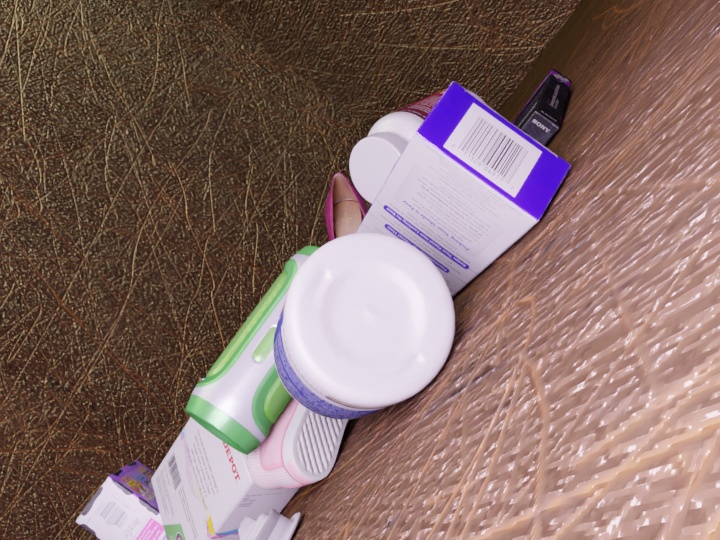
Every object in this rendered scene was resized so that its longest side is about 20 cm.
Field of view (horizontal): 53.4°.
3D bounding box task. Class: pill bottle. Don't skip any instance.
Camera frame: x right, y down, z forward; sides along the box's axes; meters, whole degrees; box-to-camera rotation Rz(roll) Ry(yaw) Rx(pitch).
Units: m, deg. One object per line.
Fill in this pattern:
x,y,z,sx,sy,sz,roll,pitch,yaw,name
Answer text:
-0.009,0.056,0.569,0.120,0.119,0.200,-55,0,-19,pill bottle
0.078,-0.154,0.901,0.200,0.113,0.113,-34,-15,-45,pill bottle

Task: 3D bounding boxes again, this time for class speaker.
-0.081,0.074,0.700,0.201,0.088,0.088,-55,0,-21,speaker

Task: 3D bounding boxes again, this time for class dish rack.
-0.136,0.306,0.640,0.200,0.043,0.172,-57,0,40,dish rack

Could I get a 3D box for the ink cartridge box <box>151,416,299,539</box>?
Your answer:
-0.163,0.250,0.864,0.084,0.145,0.200,10,-54,-40,ink cartridge box

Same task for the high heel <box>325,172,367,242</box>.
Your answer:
-0.009,-0.025,0.817,0.067,0.097,0.201,-18,39,-3,high heel

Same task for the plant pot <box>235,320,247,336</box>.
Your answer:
-0.122,0.194,1.028,0.187,0.185,0.201,-55,12,40,plant pot

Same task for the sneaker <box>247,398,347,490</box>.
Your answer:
-0.053,0.143,0.745,0.104,0.075,0.201,-33,18,39,sneaker

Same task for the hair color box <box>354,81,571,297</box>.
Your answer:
0.073,-0.052,0.595,0.065,0.109,0.200,-54,0,-26,hair color box

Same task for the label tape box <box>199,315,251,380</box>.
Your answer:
-0.095,0.081,0.890,0.198,0.064,0.144,-10,-4,-3,label tape box

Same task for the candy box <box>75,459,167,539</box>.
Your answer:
-0.262,0.353,0.974,0.072,0.199,0.168,-55,-1,-9,candy box

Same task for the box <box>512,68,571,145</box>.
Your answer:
0.187,-0.150,0.844,0.143,0.036,0.200,-56,1,33,box

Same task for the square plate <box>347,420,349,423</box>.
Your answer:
-0.020,0.155,0.881,0.199,0.028,0.200,-56,0,-28,square plate
